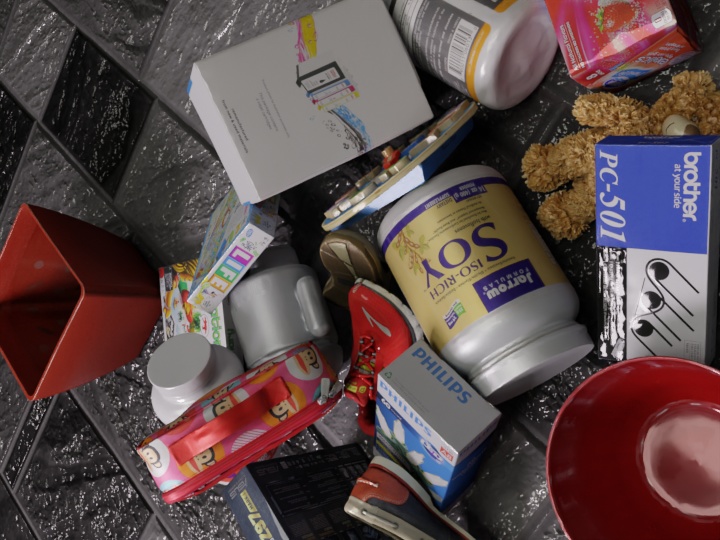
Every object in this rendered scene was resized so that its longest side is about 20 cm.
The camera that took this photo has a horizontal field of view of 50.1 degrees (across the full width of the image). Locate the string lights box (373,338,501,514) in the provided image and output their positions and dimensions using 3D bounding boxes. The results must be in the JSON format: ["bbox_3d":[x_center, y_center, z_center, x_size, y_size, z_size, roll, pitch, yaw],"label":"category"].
[{"bbox_3d":[0.068,0.162,0.755,0.103,0.059,0.200,43,156,24],"label":"string lights box"}]

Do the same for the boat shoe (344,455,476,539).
[{"bbox_3d":[0.064,0.270,0.768,0.200,0.063,0.071,48,149,-19],"label":"boat shoe"}]

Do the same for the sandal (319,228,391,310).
[{"bbox_3d":[0.000,0.000,0.833,0.080,0.200,0.054,17,67,12],"label":"sandal"}]

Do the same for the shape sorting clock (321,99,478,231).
[{"bbox_3d":[0.037,-0.109,0.789,0.200,0.200,0.039,-29,103,33],"label":"shape sorting clock"}]

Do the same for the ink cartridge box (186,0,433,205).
[{"bbox_3d":[-0.056,-0.175,0.805,0.145,0.200,0.147,65,167,-8],"label":"ink cartridge box"}]

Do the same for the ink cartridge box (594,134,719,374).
[{"bbox_3d":[0.255,-0.014,0.664,0.094,0.044,0.200,7,113,35],"label":"ink cartridge box"}]

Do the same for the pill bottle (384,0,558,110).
[{"bbox_3d":[0.094,-0.257,0.790,0.200,0.116,0.116,40,112,32],"label":"pill bottle"}]

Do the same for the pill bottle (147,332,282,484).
[{"bbox_3d":[-0.174,0.165,0.923,0.112,0.200,0.113,-11,46,11],"label":"pill bottle"}]

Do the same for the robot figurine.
[{"bbox_3d":[-0.090,0.071,0.921,0.170,0.113,0.200,-42,63,51],"label":"robot figurine"}]

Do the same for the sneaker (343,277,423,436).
[{"bbox_3d":[0.017,0.100,0.805,0.077,0.085,0.200,21,137,37],"label":"sneaker"}]

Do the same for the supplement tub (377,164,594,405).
[{"bbox_3d":[0.119,0.016,0.744,0.145,0.145,0.200,-40,66,29],"label":"supplement tub"}]

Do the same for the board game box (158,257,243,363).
[{"bbox_3d":[-0.220,0.084,1.069,0.126,0.035,0.200,-12,81,36],"label":"board game box"}]

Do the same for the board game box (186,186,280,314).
[{"bbox_3d":[-0.149,-0.056,0.945,0.134,0.034,0.200,-48,23,27],"label":"board game box"}]

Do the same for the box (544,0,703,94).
[{"bbox_3d":[0.223,-0.275,0.704,0.100,0.095,0.200,-23,75,35],"label":"box"}]

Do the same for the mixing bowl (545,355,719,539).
[{"bbox_3d":[0.272,0.167,0.646,0.200,0.108,0.200,0,89,38],"label":"mixing bowl"}]

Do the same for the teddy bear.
[{"bbox_3d":[0.239,-0.100,0.705,0.200,0.067,0.145,-3,89,38],"label":"teddy bear"}]

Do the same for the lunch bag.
[{"bbox_3d":[-0.114,0.143,0.757,0.200,0.176,0.082,-31,86,-4],"label":"lunch bag"}]

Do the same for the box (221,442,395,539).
[{"bbox_3d":[-0.030,0.269,0.816,0.051,0.200,0.158,-50,62,22],"label":"box"}]

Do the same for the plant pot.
[{"bbox_3d":[-0.403,0.044,1.121,0.200,0.176,0.200,45,115,30],"label":"plant pot"}]
